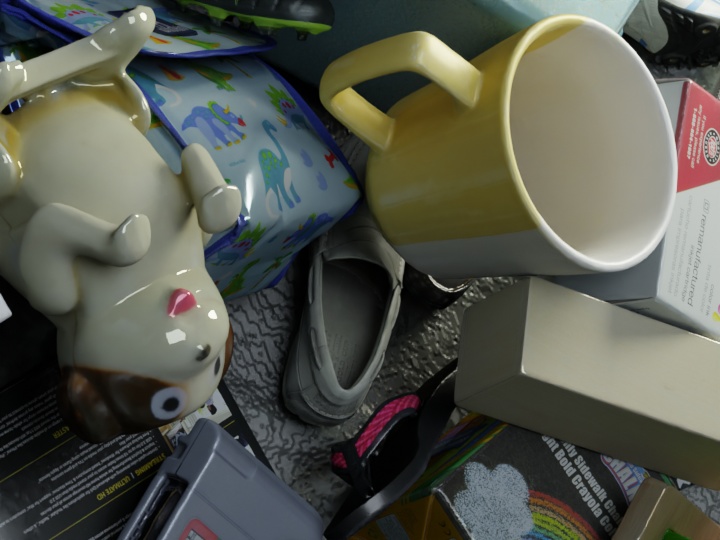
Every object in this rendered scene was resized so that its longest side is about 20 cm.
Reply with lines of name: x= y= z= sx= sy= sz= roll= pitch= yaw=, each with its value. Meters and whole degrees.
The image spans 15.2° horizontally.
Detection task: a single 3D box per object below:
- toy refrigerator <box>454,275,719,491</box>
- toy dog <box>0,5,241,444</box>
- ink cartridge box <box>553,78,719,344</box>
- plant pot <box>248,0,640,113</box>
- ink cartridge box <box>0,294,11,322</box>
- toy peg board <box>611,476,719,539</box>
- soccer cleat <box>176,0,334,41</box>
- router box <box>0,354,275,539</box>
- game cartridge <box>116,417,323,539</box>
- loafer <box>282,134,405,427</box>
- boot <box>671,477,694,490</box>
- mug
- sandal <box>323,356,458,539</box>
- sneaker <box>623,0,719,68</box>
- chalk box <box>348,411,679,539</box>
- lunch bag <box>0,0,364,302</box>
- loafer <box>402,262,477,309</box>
toy refrigerator: x=0.161 y=0.067 z=1.620 sx=0.199 sy=0.076 sz=0.070 roll=18 pitch=65 yaw=-25
toy dog: x=-0.147 y=-0.006 z=1.445 sx=0.139 sy=0.194 sz=0.201 roll=-24 pitch=81 yaw=-49
ink cartridge box: x=0.217 y=-0.014 z=1.688 sx=0.200 sy=0.082 sz=0.147 roll=28 pitch=66 yaw=-45
plant pot: x=0.075 y=-0.192 z=1.689 sx=0.200 sy=0.196 sz=0.197 roll=35 pitch=59 yaw=1
ink cartridge box: x=-0.254 y=0.026 z=1.432 sx=0.115 sy=0.200 sz=0.068 roll=-31 pitch=92 yaw=-12
toy peg board: x=0.207 y=0.262 z=1.640 sx=0.199 sy=0.098 sz=0.201 roll=39 pitch=76 yaw=-49
soccer cleat: x=-0.092 y=-0.197 z=1.625 sx=0.067 sy=0.199 sz=0.082 roll=2 pitch=110 yaw=-54
router box: x=-0.155 y=0.122 z=1.567 sx=0.200 sy=0.051 sz=0.150 roll=-31 pitch=94 yaw=-35
game cartridge: x=-0.101 y=0.200 z=1.541 sx=0.201 sy=0.041 sz=0.133 roll=-60 pitch=139 yaw=-14
loafer: x=0.000 y=0.000 z=1.687 sx=0.070 sy=0.070 sz=0.201 roll=17 pitch=66 yaw=-19
boot: x=0.237 y=0.047 z=1.816 sx=0.199 sy=0.076 sz=0.169 roll=-18 pitch=89 yaw=-28
mug: x=0.075 y=-0.076 z=1.591 sx=0.149 sy=0.153 sz=0.187 roll=-42 pitch=109 yaw=-41
sandal: x=0.015 y=0.102 z=1.645 sx=0.045 sy=0.075 sz=0.200 roll=47 pitch=33 yaw=-9
sneaker: x=0.195 y=-0.196 z=1.870 sx=0.199 sy=0.072 sz=0.073 roll=20 pitch=57 yaw=-29
chalk box: x=0.109 y=0.144 z=1.683 sx=0.200 sy=0.124 sz=0.125 roll=-35 pitch=94 yaw=-35
lunch bag: x=-0.115 y=-0.084 z=1.586 sx=0.200 sy=0.127 sz=0.170 roll=52 pitch=24 yaw=11
loafer: x=0.087 y=-0.064 z=1.761 sx=0.073 sy=0.072 sz=0.201 roll=37 pitch=61 yaw=-18
